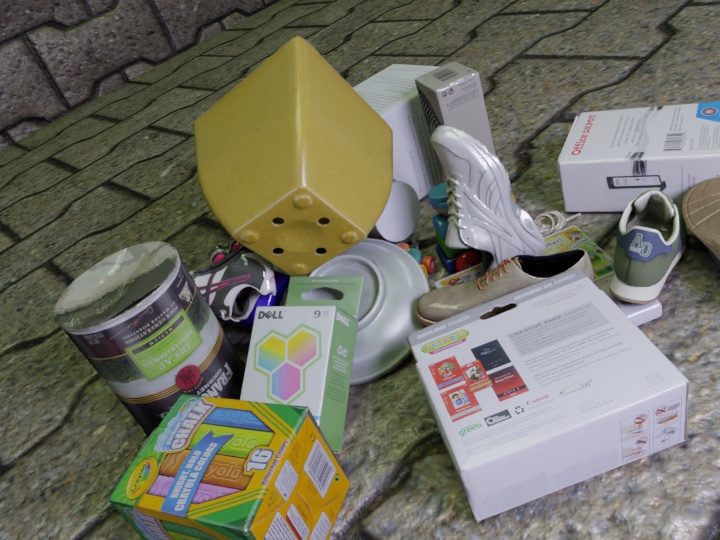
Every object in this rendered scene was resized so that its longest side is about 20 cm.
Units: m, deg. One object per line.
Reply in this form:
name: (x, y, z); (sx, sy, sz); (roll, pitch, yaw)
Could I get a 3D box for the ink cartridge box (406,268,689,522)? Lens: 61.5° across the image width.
ink cartridge box: (0.164, 0.106, 0.572); (0.199, 0.084, 0.176); (-21, 36, 0)

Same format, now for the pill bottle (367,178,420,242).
pill bottle: (-0.007, -0.097, 0.902); (0.113, 0.113, 0.200); (-40, 31, -25)

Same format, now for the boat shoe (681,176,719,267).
boat shoe: (0.407, -0.029, 0.646); (0.072, 0.065, 0.200); (-30, 29, 21)

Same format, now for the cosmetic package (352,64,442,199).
cosmetic package: (0.056, -0.224, 1.011); (0.200, 0.167, 0.167); (-36, 36, -21)

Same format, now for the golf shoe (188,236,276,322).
golf shoe: (-0.194, 0.036, 0.790); (0.200, 0.077, 0.088); (-36, 68, 24)

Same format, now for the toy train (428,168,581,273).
toy train: (0.188, -0.085, 0.793); (0.199, 0.116, 0.085); (-22, 34, 0)

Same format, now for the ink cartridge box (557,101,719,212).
ink cartridge box: (0.382, -0.150, 0.805); (0.199, 0.085, 0.146); (3, 41, 33)

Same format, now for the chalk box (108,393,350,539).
chalk box: (-0.134, 0.205, 0.568); (0.199, 0.125, 0.124); (-2, 38, 28)

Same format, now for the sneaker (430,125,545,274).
sneaker: (0.132, -0.073, 0.709); (0.099, 0.200, 0.078); (-37, 13, 0)

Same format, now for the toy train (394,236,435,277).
toy train: (0.000, 0.000, 0.834); (0.199, 0.056, 0.150); (-27, 35, -7)

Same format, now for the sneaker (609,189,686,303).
sneaker: (0.329, -0.052, 0.673); (0.067, 0.090, 0.200); (15, 39, 28)

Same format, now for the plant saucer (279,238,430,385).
plant saucer: (-0.016, 0.038, 0.736); (0.199, 0.050, 0.201); (-9, 59, 15)

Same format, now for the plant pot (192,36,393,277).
plant pot: (-0.078, -0.114, 0.744); (0.194, 0.195, 0.201); (-30, 45, 26)

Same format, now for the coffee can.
coffee can: (-0.236, 0.089, 0.712); (0.146, 0.201, 0.147); (-15, 35, 11)

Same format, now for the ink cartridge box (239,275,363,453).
ink cartridge box: (-0.065, 0.091, 0.663); (0.103, 0.059, 0.201); (-2, 69, 27)

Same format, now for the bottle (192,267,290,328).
bottle: (-0.179, 0.034, 0.866); (0.199, 0.065, 0.084); (7, 74, 37)

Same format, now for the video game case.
video game case: (0.206, 0.032, 0.708); (0.199, 0.023, 0.182); (-23, 34, 0)

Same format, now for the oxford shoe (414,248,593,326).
oxford shoe: (0.154, 0.014, 0.668); (0.199, 0.075, 0.071); (-12, 36, 9)

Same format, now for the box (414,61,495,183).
box: (0.147, -0.194, 0.890); (0.068, 0.201, 0.082); (-25, 33, -5)
